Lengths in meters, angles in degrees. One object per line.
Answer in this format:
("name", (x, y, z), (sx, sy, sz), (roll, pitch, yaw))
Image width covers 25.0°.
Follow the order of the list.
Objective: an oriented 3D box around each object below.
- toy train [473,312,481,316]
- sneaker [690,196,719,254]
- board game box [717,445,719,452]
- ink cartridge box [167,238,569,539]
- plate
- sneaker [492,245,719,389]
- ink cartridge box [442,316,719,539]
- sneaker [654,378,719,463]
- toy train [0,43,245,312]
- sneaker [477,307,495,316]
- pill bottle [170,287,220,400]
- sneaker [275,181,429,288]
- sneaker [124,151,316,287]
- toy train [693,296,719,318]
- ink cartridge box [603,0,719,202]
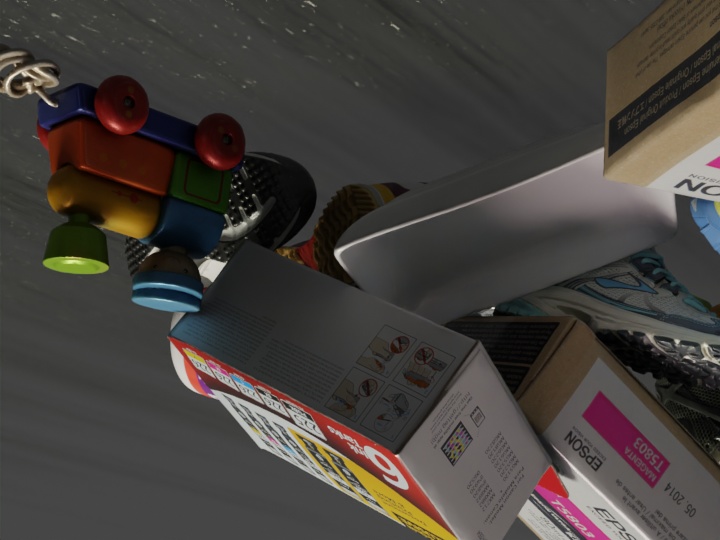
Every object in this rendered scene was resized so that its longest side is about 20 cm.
("toy train", (0.061, 0.065, 1.343), (0.198, 0.086, 0.114), (13, 173, -22))
("sneaker", (0.284, -0.021, 0.976), (0.199, 0.076, 0.105), (22, 171, -25))
("board game box", (0.363, 0.088, 1.126), (0.199, 0.043, 0.200), (-46, 145, 12))
("ink cartridge box", (0.008, 0.090, 0.990), (0.199, 0.084, 0.176), (23, 157, 41))
("plate", (0.091, -0.028, 0.975), (0.198, 0.033, 0.200), (-20, 160, 5))
("sneaker", (0.181, 0.016, 1.067), (0.199, 0.087, 0.078), (13, 162, 38))
("ink cartridge box", (0.142, 0.121, 1.081), (0.200, 0.075, 0.164), (45, 162, -18))
("sneaker", (0.330, 0.108, 1.320), (0.198, 0.115, 0.076), (-8, 161, 36))
("toy train", (-0.164, -0.051, 0.939), (0.199, 0.117, 0.084), (18, 160, -37))
("sneaker", (0.128, 0.055, 1.191), (0.199, 0.115, 0.075), (15, 171, -33))
("pill bottle", (-0.037, 0.060, 1.223), (0.199, 0.113, 0.112), (14, 170, 28))
("sneaker", (0.000, 0.000, 1.103), (0.089, 0.076, 0.200), (-4, 163, -29))
("sneaker", (-0.083, -0.036, 1.087), (0.080, 0.074, 0.199), (-17, 177, -37))
("toy train", (0.268, 0.042, 1.168), (0.115, 0.085, 0.199), (15, 173, 42))
("ink cartridge box", (0.233, -0.081, 0.753), (0.198, 0.076, 0.165), (9, 163, -12))
